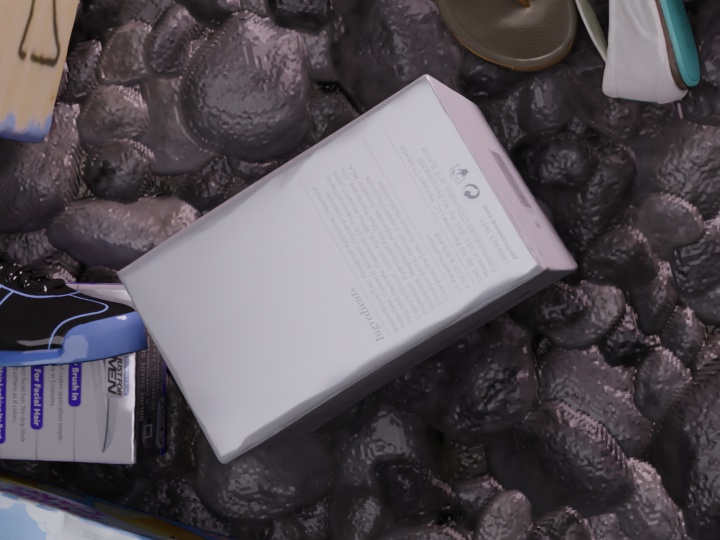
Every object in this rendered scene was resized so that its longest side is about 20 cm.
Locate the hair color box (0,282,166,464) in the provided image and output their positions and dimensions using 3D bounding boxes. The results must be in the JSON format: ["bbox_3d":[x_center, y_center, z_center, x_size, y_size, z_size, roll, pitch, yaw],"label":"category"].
[{"bbox_3d":[-0.223,0.061,1.130,0.198,0.065,0.110,1,89,14],"label":"hair color box"}]

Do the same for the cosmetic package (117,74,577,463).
[{"bbox_3d":[0.000,0.000,1.012,0.199,0.199,0.124,-33,84,10],"label":"cosmetic package"}]

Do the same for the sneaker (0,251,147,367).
[{"bbox_3d":[-0.222,0.016,1.064,0.198,0.070,0.079,0,92,12],"label":"sneaker"}]

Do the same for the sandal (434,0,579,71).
[{"bbox_3d":[0.066,-0.211,1.073,0.080,0.054,0.202,-21,85,11],"label":"sandal"}]

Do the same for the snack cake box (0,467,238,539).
[{"bbox_3d":[-0.169,0.175,1.088,0.198,0.115,0.068,15,86,12],"label":"snack cake box"}]

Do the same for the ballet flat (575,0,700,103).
[{"bbox_3d":[0.150,-0.195,1.055,0.069,0.069,0.202,-9,89,12],"label":"ballet flat"}]

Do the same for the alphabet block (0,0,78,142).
[{"bbox_3d":[-0.283,-0.201,1.080,0.195,0.195,0.202,15,92,10],"label":"alphabet block"}]
